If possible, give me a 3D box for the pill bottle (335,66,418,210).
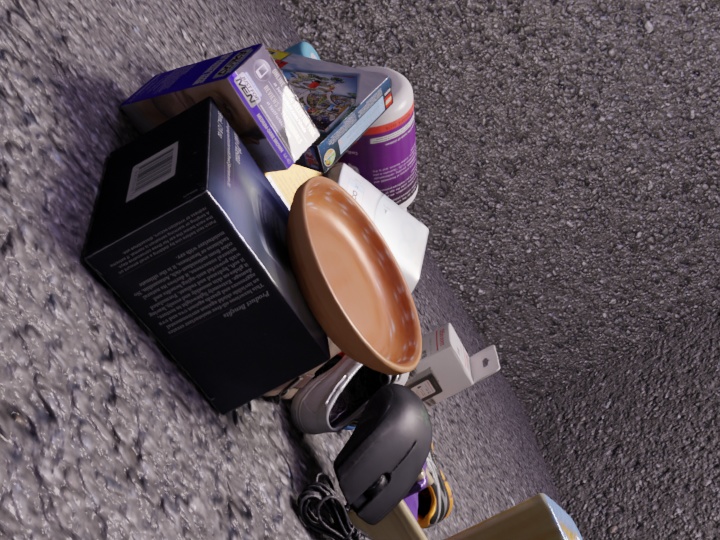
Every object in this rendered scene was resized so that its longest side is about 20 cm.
[{"bbox_3d":[0.014,-0.144,1.125,0.113,0.112,0.200,-108,-172,-47],"label":"pill bottle"}]

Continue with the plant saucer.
[{"bbox_3d":[-0.009,0.008,0.836,0.200,0.037,0.200,50,24,-31],"label":"plant saucer"}]

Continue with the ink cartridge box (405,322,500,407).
[{"bbox_3d":[0.094,0.144,1.295,0.067,0.200,0.116,59,10,-9],"label":"ink cartridge box"}]

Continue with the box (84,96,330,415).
[{"bbox_3d":[-0.130,-0.018,0.817,0.199,0.123,0.200,57,11,-32],"label":"box"}]

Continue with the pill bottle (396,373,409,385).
[{"bbox_3d":[-0.015,0.083,1.154,0.200,0.113,0.113,54,12,-42],"label":"pill bottle"}]

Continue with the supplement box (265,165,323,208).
[{"bbox_3d":[-0.104,-0.098,1.012,0.200,0.066,0.069,-52,127,-33],"label":"supplement box"}]

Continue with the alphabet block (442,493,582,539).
[{"bbox_3d":[0.182,0.400,1.043,0.195,0.200,0.197,46,18,-56],"label":"alphabet block"}]

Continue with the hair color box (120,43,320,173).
[{"bbox_3d":[-0.148,-0.154,0.924,0.065,0.200,0.109,-52,123,-32],"label":"hair color box"}]

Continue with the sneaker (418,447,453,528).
[{"bbox_3d":[0.063,0.253,1.211,0.200,0.078,0.077,61,19,3],"label":"sneaker"}]

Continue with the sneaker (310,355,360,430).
[{"bbox_3d":[-0.031,0.117,1.066,0.200,0.083,0.071,51,14,-43],"label":"sneaker"}]

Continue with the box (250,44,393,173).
[{"bbox_3d":[-0.083,-0.186,1.009,0.200,0.137,0.038,20,-37,30],"label":"box"}]

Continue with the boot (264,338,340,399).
[{"bbox_3d":[-0.038,0.071,0.956,0.070,0.146,0.200,43,12,26],"label":"boot"}]

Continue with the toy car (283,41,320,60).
[{"bbox_3d":[-0.118,-0.153,1.137,0.177,0.184,0.200,54,25,-40],"label":"toy car"}]

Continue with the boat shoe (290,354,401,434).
[{"bbox_3d":[0.010,0.113,0.999,0.200,0.068,0.072,-30,111,-38],"label":"boat shoe"}]

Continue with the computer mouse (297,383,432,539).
[{"bbox_3d":[0.027,0.202,0.921,0.139,0.053,0.200,53,48,-27],"label":"computer mouse"}]

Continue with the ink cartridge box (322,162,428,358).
[{"bbox_3d":[0.000,0.000,1.045,0.160,0.047,0.200,35,54,-37],"label":"ink cartridge box"}]

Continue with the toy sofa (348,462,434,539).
[{"bbox_3d":[0.054,0.261,1.067,0.083,0.097,0.200,60,9,-6],"label":"toy sofa"}]
